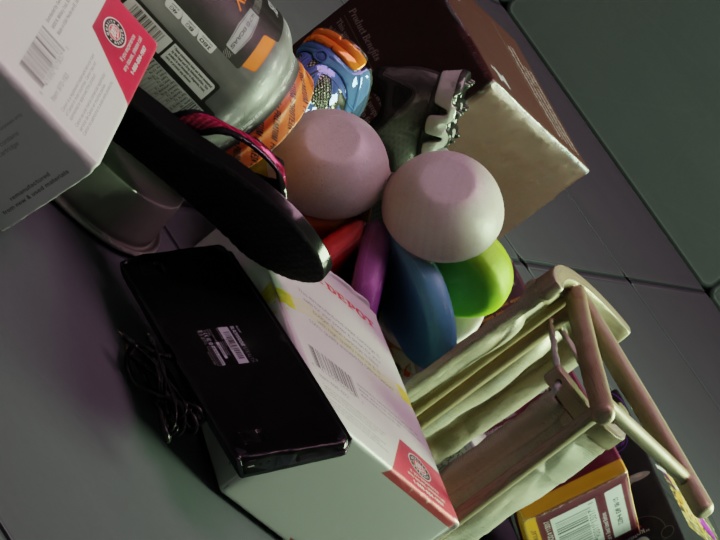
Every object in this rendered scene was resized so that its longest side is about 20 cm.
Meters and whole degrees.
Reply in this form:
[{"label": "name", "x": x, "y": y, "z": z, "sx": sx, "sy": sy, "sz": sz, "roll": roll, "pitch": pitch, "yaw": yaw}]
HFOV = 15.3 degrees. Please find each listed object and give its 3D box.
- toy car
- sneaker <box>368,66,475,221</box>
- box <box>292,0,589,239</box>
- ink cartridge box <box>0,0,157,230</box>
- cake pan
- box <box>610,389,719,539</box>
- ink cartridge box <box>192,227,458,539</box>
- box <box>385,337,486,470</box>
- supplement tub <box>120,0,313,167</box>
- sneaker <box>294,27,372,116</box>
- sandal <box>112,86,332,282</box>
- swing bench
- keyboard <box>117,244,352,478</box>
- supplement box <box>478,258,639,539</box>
[{"label": "toy car", "x": 0.000, "y": 0.000, "z": 1.823, "sx": 0.199, "sy": 0.175, "sz": 0.150, "roll": 21, "pitch": 56, "yaw": 7}, {"label": "sneaker", "x": 0.018, "y": -0.062, "z": 1.987, "sx": 0.090, "sy": 0.201, "sz": 0.066, "roll": 15, "pitch": 10, "yaw": 7}, {"label": "box", "x": 0.037, "y": -0.108, "z": 2.121, "sx": 0.164, "sy": 0.200, "sz": 0.166, "roll": 38, "pitch": 21, "yaw": -48}, {"label": "ink cartridge box", "x": -0.223, "y": -0.147, "z": 1.522, "sx": 0.200, "sy": 0.083, "sz": 0.145, "roll": 48, "pitch": 31, "yaw": -19}, {"label": "cake pan", "x": -0.182, "y": -0.099, "z": 1.710, "sx": 0.200, "sy": 0.037, "sz": 0.200, "roll": 49, "pitch": 14, "yaw": -16}, {"label": "box", "x": 0.202, "y": 0.209, "z": 2.036, "sx": 0.106, "sy": 0.122, "sz": 0.200, "roll": 44, "pitch": 16, "yaw": -33}, {"label": "ink cartridge box", "x": -0.035, "y": 0.078, "z": 1.651, "sx": 0.145, "sy": 0.083, "sz": 0.200, "roll": 41, "pitch": 19, "yaw": -39}, {"label": "box", "x": 0.046, "y": 0.090, "z": 1.903, "sx": 0.041, "sy": 0.039, "sz": 0.200, "roll": 26, "pitch": 28, "yaw": -55}, {"label": "supplement tub", "x": -0.128, "y": -0.158, "z": 1.697, "sx": 0.200, "sy": 0.122, "sz": 0.123, "roll": 47, "pitch": 15, "yaw": -25}, {"label": "sneaker", "x": -0.049, "y": -0.085, "z": 1.919, "sx": 0.075, "sy": 0.078, "sz": 0.200, "roll": 36, "pitch": -38, "yaw": 26}, {"label": "sandal", "x": -0.087, "y": -0.068, "z": 1.619, "sx": 0.200, "sy": 0.045, "sz": 0.075, "roll": 39, "pitch": -29, "yaw": 20}, {"label": "swing bench", "x": 0.089, "y": 0.114, "z": 1.729, "sx": 0.130, "sy": 0.199, "sz": 0.200, "roll": 42, "pitch": 16, "yaw": -37}, {"label": "keyboard", "x": -0.089, "y": 0.059, "z": 1.554, "sx": 0.104, "sy": 0.040, "sz": 0.200, "roll": -6, "pitch": 37, "yaw": -25}, {"label": "supplement box", "x": 0.120, "y": 0.108, "z": 1.956, "sx": 0.110, "sy": 0.085, "sz": 0.200, "roll": 71, "pitch": -7, "yaw": -59}]
